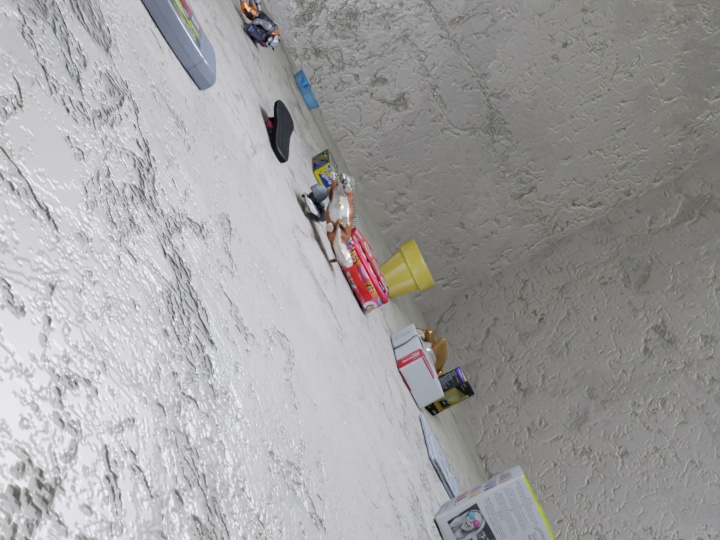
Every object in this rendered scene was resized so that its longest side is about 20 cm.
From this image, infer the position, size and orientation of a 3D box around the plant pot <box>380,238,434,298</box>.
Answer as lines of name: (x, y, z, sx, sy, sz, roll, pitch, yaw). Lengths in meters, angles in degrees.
plant pot: (0.172, 0.008, 2.536, 0.205, 0.185, 0.201, 63, 5, -11)

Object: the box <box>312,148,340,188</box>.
box: (-0.109, -0.320, 2.021, 0.071, 0.063, 0.201, 61, 7, -22)

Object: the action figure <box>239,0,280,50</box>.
action figure: (-0.308, -0.759, 1.934, 0.196, 0.103, 0.200, 53, 6, -10)

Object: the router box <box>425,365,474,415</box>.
router box: (0.265, 0.376, 1.988, 0.053, 0.154, 0.200, 64, 6, 27)

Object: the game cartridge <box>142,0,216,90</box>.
game cartridge: (-0.273, -0.373, 0.942, 0.135, 0.040, 0.202, -102, 166, -52)

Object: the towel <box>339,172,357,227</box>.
towel: (-0.032, -0.207, 2.078, 0.200, 0.033, 0.200, -12, 96, -85)

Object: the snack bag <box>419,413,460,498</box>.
snack bag: (0.209, 0.493, 1.655, 0.192, 0.021, 0.201, 62, 6, -19)

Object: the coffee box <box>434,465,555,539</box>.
coffee box: (0.282, 0.533, 1.278, 0.205, 0.194, 0.200, 65, 6, 15)

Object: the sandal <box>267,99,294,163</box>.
sandal: (-0.188, -0.315, 1.454, 0.076, 0.044, 0.204, 52, 27, -39)

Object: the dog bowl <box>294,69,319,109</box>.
dog bowl: (-0.252, -0.836, 2.980, 0.205, 0.048, 0.112, 66, 6, 19)

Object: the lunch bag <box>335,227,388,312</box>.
lunch bag: (0.000, 0.000, 1.614, 0.204, 0.080, 0.176, 62, 10, -9)

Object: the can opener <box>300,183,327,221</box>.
can opener: (-0.094, -0.148, 1.471, 0.054, 0.065, 0.200, 62, 1, 5)

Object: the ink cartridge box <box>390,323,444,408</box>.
ink cartridge box: (0.161, 0.270, 1.848, 0.147, 0.082, 0.201, 61, 6, -22)

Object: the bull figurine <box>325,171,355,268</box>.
bull figurine: (-0.044, -0.112, 1.401, 0.122, 0.063, 0.207, 89, -1, -73)

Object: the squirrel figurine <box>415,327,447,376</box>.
squirrel figurine: (0.200, 0.283, 2.072, 0.187, 0.137, 0.207, -134, -150, -75)
